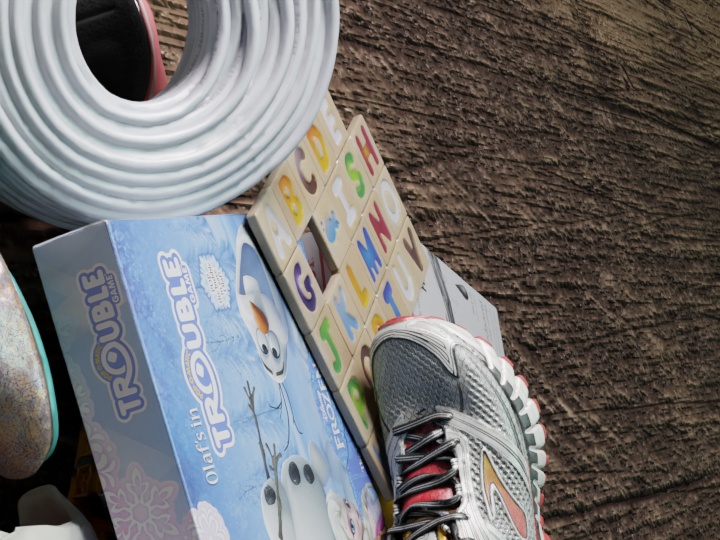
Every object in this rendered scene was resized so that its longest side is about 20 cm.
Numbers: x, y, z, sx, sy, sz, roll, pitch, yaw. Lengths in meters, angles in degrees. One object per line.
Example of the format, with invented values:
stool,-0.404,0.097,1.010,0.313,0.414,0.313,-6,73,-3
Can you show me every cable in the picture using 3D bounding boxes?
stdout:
cable,-0.106,-0.114,0.961,0.200,0.069,0.200,40,76,-31

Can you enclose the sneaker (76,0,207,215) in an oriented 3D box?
sneaker,-0.122,-0.060,1.068,0.087,0.074,0.200,6,72,-78

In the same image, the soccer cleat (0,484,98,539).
soccer cleat,-0.147,0.146,0.823,0.078,0.069,0.200,62,15,-6

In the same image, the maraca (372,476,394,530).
maraca,0.027,0.176,1.138,0.137,0.107,0.200,-26,123,-84

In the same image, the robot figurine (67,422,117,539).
robot figurine,-0.076,0.127,1.008,0.200,0.058,0.145,55,26,-36

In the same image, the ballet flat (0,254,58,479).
ballet flat,-0.187,-0.004,0.870,0.067,0.068,0.200,-7,71,-48

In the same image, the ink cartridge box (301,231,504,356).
ink cartridge box,0.017,0.045,1.209,0.200,0.067,0.116,38,37,-53

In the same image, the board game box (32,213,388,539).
board game box,-0.057,0.074,0.955,0.199,0.043,0.200,-9,81,-68

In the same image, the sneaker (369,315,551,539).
sneaker,0.051,0.116,1.013,0.082,0.078,0.200,-9,76,-54

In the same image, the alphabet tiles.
alphabet tiles,0.000,0.000,1.094,0.167,0.008,0.200,64,21,-21
